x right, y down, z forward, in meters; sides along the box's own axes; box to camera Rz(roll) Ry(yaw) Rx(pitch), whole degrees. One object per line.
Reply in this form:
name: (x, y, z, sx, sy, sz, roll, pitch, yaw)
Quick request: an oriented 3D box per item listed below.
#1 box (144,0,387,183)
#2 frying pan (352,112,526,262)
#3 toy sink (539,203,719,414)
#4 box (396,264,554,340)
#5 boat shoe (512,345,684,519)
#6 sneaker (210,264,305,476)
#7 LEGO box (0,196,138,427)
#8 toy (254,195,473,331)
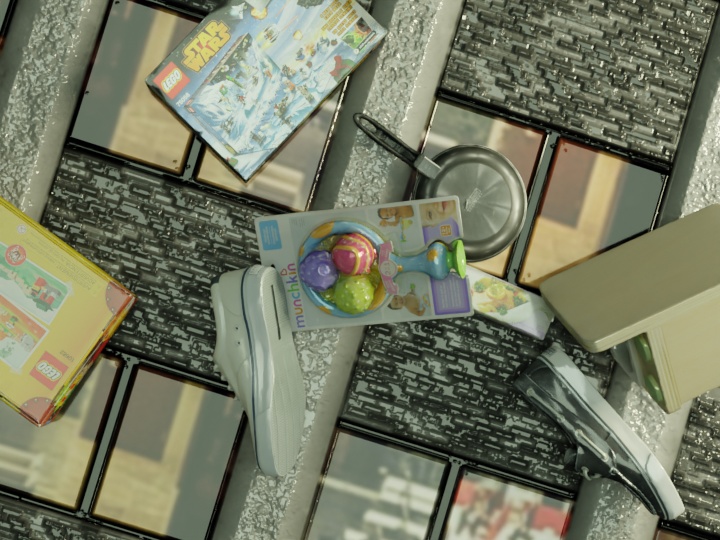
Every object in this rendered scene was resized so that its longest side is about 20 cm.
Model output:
box: (-0.090, -0.203, 1.490, 0.137, 0.040, 0.200, 44, 86, -2)
frying pan: (0.088, -0.098, 1.505, 0.114, 0.031, 0.191, -31, 93, -6)
toy sink: (0.288, 0.045, 1.445, 0.199, 0.130, 0.113, -24, 119, -6)
box: (0.092, 0.012, 1.492, 0.198, 0.041, 0.039, 23, 86, -2)
boat shoe: (0.225, 0.168, 1.479, 0.068, 0.072, 0.200, -40, 88, -6)
sneaker: (-0.100, 0.095, 1.470, 0.070, 0.073, 0.202, -3, 95, 29)
LEGO box: (-0.331, 0.027, 1.445, 0.199, 0.077, 0.149, 36, 86, -2)
toy: (0.000, 0.000, 1.445, 0.198, 0.047, 0.116, -6, 103, 11)
